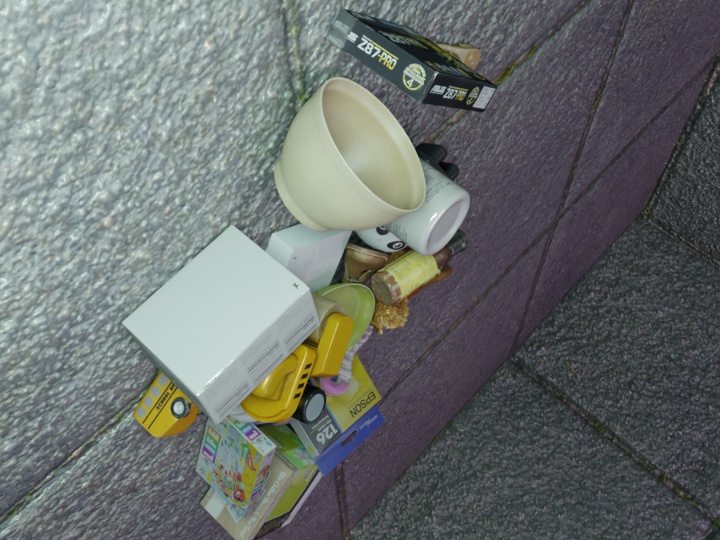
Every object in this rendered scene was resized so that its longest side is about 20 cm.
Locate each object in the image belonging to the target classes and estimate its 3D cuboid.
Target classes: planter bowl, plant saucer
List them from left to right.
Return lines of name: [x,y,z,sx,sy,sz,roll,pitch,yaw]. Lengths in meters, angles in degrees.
plant saucer: [-0.063,0.094,1.397,0.200,0.031,0.200,-30,144,-24]
planter bowl: [-0.028,-0.133,1.099,0.135,0.200,0.200,-32,170,30]

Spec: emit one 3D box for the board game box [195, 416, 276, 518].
board game box: [-0.227,0.338,1.494,0.034,0.134,0.200,-31,150,-43]

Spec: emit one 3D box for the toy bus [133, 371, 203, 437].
toy bus: [-0.247,0.156,1.232,0.200,0.078,0.065,-55,160,9]

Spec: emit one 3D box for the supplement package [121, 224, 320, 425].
supplement package: [-0.182,0.071,1.117,0.200,0.156,0.111,-44,155,-19]

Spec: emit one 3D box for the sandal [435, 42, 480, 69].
sandal: [0.145,-0.308,1.299,0.212,0.070,0.078,-28,148,-47]

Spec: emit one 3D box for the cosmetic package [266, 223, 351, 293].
cosmetic package: [-0.104,0.013,1.335,0.151,0.052,0.200,-27,148,-51]

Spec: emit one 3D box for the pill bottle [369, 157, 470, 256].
pill bottle: [0.053,-0.121,1.231,0.114,0.200,0.114,-43,157,-23]

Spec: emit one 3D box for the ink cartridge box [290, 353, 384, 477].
ink cartridge box: [-0.050,0.283,1.708,0.198,0.200,0.047,-37,-170,-35]

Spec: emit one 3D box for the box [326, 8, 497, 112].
box: [0.073,-0.270,1.086,0.200,0.161,0.049,-11,135,-58]

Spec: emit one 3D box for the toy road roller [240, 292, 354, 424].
toy road roller: [-0.112,0.123,1.212,0.146,0.123,0.200,24,85,-60]

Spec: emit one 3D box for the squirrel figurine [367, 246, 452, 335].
squirrel figurine: [0.050,0.033,1.548,0.187,0.142,0.200,-47,180,21]

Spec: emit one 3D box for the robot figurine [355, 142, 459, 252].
robot figurine: [0.073,-0.122,1.374,0.200,0.150,0.125,-46,171,-14]

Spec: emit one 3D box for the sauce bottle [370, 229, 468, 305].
sauce bottle: [0.107,-0.011,1.428,0.200,0.066,0.066,-31,152,-29]

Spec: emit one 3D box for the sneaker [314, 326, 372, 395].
sneaker: [-0.044,0.146,1.654,0.080,0.088,0.200,28,79,-26]

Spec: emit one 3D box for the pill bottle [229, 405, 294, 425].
pill bottle: [-0.172,0.201,1.410,0.116,0.116,0.200,-52,159,0]

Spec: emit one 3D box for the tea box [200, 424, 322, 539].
tea box: [-0.188,0.433,1.728,0.200,0.134,0.197,-57,159,12]

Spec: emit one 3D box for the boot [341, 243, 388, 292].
boot: [0.000,0.000,1.404,0.200,0.073,0.076,108,2,-81]
